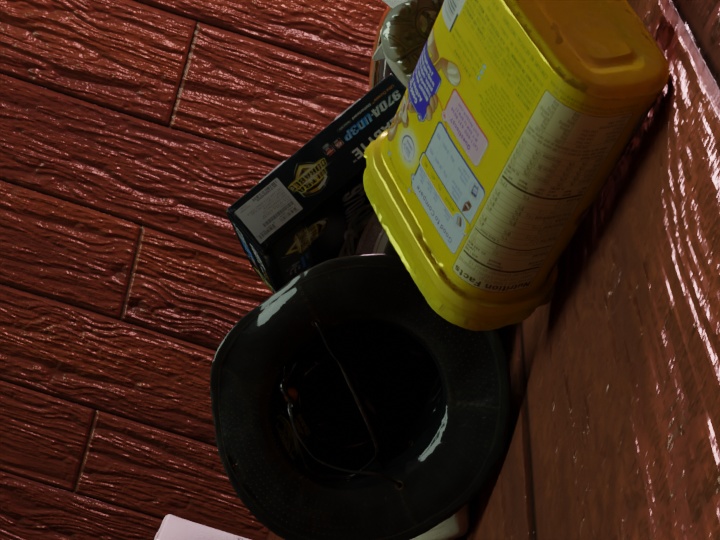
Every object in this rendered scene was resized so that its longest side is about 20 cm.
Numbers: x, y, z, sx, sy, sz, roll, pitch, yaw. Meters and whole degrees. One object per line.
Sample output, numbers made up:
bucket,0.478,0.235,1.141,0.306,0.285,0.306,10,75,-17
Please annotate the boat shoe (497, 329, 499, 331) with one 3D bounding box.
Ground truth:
boat shoe,0.089,-0.010,1.080,0.071,0.072,0.202,147,130,-72

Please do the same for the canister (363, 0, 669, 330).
canister,0.085,-0.082,0.852,0.149,0.086,0.200,61,148,28

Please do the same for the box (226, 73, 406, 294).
box,-0.021,-0.056,1.133,0.159,0.046,0.200,-40,-11,-7

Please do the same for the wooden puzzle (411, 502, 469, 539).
wooden puzzle,0.012,0.115,1.044,0.200,0.037,0.186,-35,48,50

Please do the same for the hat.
hat,0.005,0.084,0.957,0.081,0.199,0.202,-18,-54,-78

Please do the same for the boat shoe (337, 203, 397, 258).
boat shoe,0.001,-0.001,1.139,0.075,0.065,0.202,-54,-6,-20

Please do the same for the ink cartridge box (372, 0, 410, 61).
ink cartridge box,0.059,-0.252,1.037,0.116,0.067,0.201,-24,-30,-57

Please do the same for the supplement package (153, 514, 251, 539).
supplement package,-0.081,0.286,1.153,0.120,0.199,0.122,173,114,-87

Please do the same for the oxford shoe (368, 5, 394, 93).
oxford shoe,0.068,-0.196,1.141,0.201,0.071,0.073,-65,34,17

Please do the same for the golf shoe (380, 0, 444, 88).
golf shoe,0.059,-0.138,1.056,0.199,0.097,0.079,20,-102,-52
